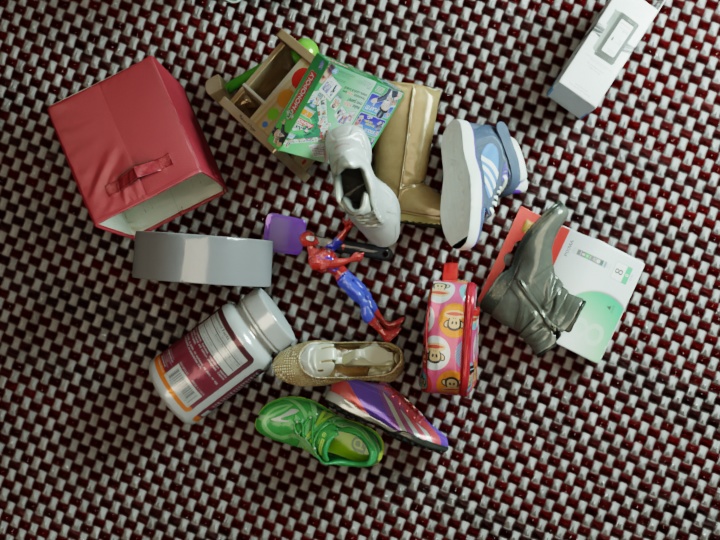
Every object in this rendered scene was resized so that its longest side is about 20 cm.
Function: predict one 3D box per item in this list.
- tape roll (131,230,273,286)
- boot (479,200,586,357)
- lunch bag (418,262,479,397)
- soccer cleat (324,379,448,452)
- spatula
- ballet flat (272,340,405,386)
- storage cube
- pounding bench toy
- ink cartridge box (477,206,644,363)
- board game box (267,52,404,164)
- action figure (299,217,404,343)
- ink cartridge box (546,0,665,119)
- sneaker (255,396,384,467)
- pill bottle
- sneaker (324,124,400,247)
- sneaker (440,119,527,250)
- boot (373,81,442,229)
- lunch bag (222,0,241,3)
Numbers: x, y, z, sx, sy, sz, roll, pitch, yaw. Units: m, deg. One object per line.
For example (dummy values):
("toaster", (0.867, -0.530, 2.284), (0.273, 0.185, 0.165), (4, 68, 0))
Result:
("tape roll", (-0.223, -0.016, 1.438), (0.196, 0.200, 0.068), (4, 90, 3))
("boot", (0.273, 0.014, 1.457), (0.130, 0.068, 0.202), (35, 102, 14))
("lunch bag", (0.127, 0.079, 1.423), (0.080, 0.200, 0.180), (3, 91, 7))
("soccer cleat", (0.047, 0.205, 1.495), (0.197, 0.068, 0.074), (25, 79, 2))
("spatula", (-0.048, -0.040, 1.518), (0.196, 0.021, 0.058), (12, 96, 2))
("ballet flat", (-0.027, 0.126, 1.452), (0.196, 0.065, 0.072), (-3, 67, -17))
("storage cube", (-0.312, -0.170, 1.446), (0.168, 0.200, 0.183), (-25, 83, 3))
("pounding bench toy", (-0.115, -0.264, 1.466), (0.200, 0.124, 0.157), (42, 91, 24))
("ink cartridge box", (0.294, 0.019, 1.490), (0.197, 0.050, 0.163), (26, 91, 0))
("board game box", (-0.030, -0.213, 1.400), (0.029, 0.199, 0.136), (41, 108, 27))
("action figure", (0.000, 0.000, 1.479), (0.199, 0.065, 0.099), (42, 108, -6))
("ink cartridge box", (0.355, -0.326, 1.450), (0.067, 0.116, 0.202), (34, 91, 1))
("sneaker", (-0.059, 0.237, 1.489), (0.196, 0.084, 0.076), (15, 91, 3))
("pill bottle", (-0.200, 0.122, 1.480), (0.199, 0.114, 0.115), (-36, 89, 2))
("sneaker", (0.000, -0.095, 1.401), (0.077, 0.100, 0.201), (-17, 129, 17))
("sneaker", (0.190, -0.114, 1.447), (0.144, 0.080, 0.204), (13, 63, -30))
("boot", (0.095, -0.168, 1.490), (0.171, 0.066, 0.205), (7, 89, 2))
("lunch bag", (-0.200, -0.473, 1.437), (0.139, 0.199, 0.169), (32, 91, -43))
